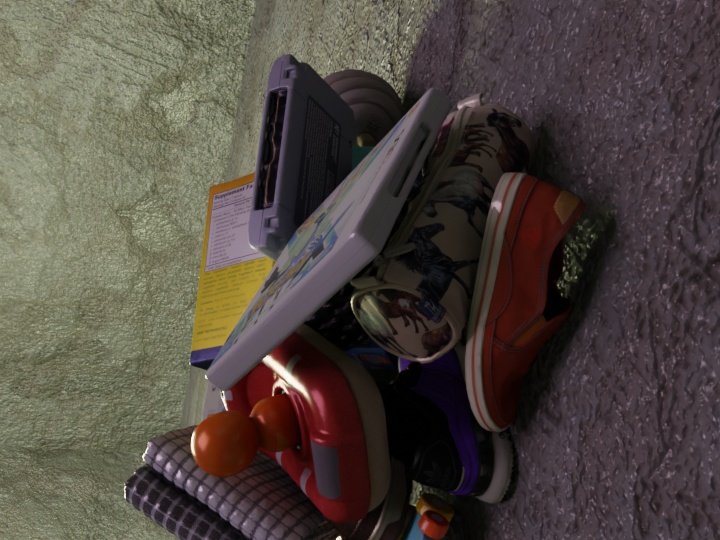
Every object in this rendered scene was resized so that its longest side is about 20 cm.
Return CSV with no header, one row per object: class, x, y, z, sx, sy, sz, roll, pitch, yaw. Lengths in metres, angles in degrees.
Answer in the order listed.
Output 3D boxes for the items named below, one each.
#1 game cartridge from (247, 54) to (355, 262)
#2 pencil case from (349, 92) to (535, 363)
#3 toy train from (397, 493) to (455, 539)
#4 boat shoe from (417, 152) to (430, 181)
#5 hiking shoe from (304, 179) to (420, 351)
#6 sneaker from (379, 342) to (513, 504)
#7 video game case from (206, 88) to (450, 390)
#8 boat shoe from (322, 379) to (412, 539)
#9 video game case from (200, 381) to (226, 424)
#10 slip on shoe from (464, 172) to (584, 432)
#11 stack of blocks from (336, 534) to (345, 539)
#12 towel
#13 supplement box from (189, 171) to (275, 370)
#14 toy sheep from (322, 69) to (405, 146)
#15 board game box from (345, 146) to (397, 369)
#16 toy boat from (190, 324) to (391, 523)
game cartridge,-0.050,-0.091,0.783,0.041,0.133,0.200,-8,66,32
pencil case,0.064,-0.036,0.587,0.090,0.078,0.200,58,-132,-41
toy train,0.036,0.270,0.676,0.200,0.056,0.150,122,171,-59
boat shoe,0.061,-0.038,0.757,0.071,0.064,0.201,32,-122,-70
hiking shoe,0.000,0.000,0.709,0.200,0.074,0.087,-46,20,31
sneaker,0.048,0.108,0.668,0.200,0.099,0.070,-118,40,-62
video game case,-0.023,-0.022,0.579,0.200,0.022,0.182,-43,14,42
boat shoe,0.011,0.159,0.731,0.202,0.075,0.075,-73,9,-63
video game case,-0.091,0.086,0.895,0.200,0.022,0.183,-14,58,33
slip on shoe,0.112,0.031,0.554,0.074,0.061,0.200,-45,-36,-56
stack of blocks,-0.008,0.370,0.824,0.115,0.058,0.201,-150,69,-72
towel,-0.100,0.213,0.744,0.086,0.165,0.200,-63,-17,3
supplement box,-0.092,0.008,0.836,0.109,0.109,0.201,-12,66,35
toy sheep,-0.010,-0.165,0.931,0.200,0.138,0.138,-119,39,-59
board game box,0.016,-0.007,0.830,0.152,0.045,0.201,62,-151,-74
toy boat,-0.071,0.123,0.637,0.200,0.130,0.131,25,125,59
